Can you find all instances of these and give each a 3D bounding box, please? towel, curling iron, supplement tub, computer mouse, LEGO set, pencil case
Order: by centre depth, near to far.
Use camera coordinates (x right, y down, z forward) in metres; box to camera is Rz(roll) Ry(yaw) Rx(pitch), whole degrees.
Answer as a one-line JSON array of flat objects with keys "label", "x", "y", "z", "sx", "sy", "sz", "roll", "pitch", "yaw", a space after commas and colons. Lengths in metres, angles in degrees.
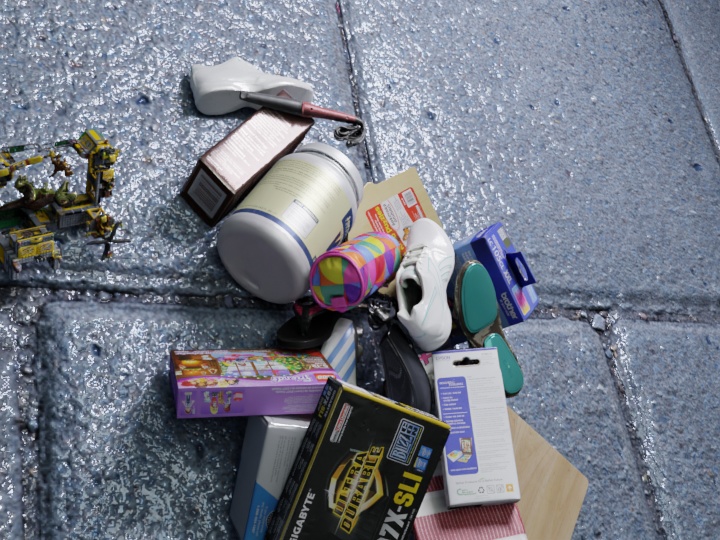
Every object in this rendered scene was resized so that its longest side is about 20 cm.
[{"label": "LEGO set", "x": -0.359, "y": -0.075, "z": 0.985, "sx": 0.198, "sy": 0.156, "sz": 0.116, "roll": -10, "pitch": 43, "yaw": -46}, {"label": "towel", "x": 0.127, "y": 0.291, "z": 1.091, "sx": 0.141, "sy": 0.023, "sz": 0.202, "roll": -9, "pitch": 48, "yaw": -8}, {"label": "computer mouse", "x": 0.061, "y": 0.130, "z": 1.107, "sx": 0.138, "sy": 0.052, "sz": 0.205, "roll": -8, "pitch": 86, "yaw": -77}, {"label": "pencil case", "x": 0.000, "y": 0.000, "z": 1.135, "sx": 0.089, "sy": 0.088, "sz": 0.199, "roll": 55, "pitch": 23, "yaw": 5}, {"label": "supplement tub", "x": -0.092, "y": -0.070, "z": 1.154, "sx": 0.144, "sy": 0.145, "sz": 0.201, "roll": 40, "pitch": 52, "yaw": -7}, {"label": "curling iron", "x": -0.079, "y": -0.224, "z": 1.189, "sx": 0.196, "sy": 0.026, "sz": 0.051, "roll": 17, "pitch": 55, "yaw": -22}]

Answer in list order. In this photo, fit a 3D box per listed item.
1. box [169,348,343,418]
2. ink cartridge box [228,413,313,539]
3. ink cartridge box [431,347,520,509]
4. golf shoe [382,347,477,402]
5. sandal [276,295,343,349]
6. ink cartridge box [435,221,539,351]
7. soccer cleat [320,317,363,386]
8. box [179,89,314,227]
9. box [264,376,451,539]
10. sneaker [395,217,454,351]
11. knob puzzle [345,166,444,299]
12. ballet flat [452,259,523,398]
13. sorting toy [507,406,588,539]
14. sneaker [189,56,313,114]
[{"label": "box", "x": -0.130, "y": 0.134, "z": 1.011, "sx": 0.195, "sy": 0.137, "sz": 0.040, "roll": 1, "pitch": 103, "yaw": -18}, {"label": "ink cartridge box", "x": -0.046, "y": 0.253, "z": 1.011, "sx": 0.196, "sy": 0.083, "sz": 0.149, "roll": 11, "pitch": 95, "yaw": -24}, {"label": "ink cartridge box", "x": 0.148, "y": 0.205, "z": 1.089, "sx": 0.092, "sy": 0.037, "sz": 0.205, "roll": -4, "pitch": 69, "yaw": -4}, {"label": "golf shoe", "x": 0.122, "y": 0.148, "z": 1.209, "sx": 0.197, "sy": 0.092, "sz": 0.074, "roll": -13, "pitch": 76, "yaw": -33}, {"label": "sandal", "x": -0.059, "y": 0.050, "z": 1.135, "sx": 0.200, "sy": 0.073, "sz": 0.046, "roll": -47, "pitch": 137, "yaw": -57}, {"label": "ink cartridge box", "x": 0.168, "y": 0.022, "z": 1.212, "sx": 0.138, "sy": 0.198, "sz": 0.076, "roll": 62, "pitch": 35, "yaw": -5}, {"label": "soccer cleat", "x": -0.037, "y": 0.163, "z": 1.128, "sx": 0.084, "sy": 0.070, "sz": 0.204, "roll": 1, "pitch": 64, "yaw": -9}, {"label": "box", "x": -0.160, "y": -0.164, "z": 1.188, "sx": 0.075, "sy": 0.100, "sz": 0.200, "roll": 45, "pitch": 51, "yaw": -2}, {"label": "box", "x": -0.001, "y": 0.245, "z": 0.957, "sx": 0.157, "sy": 0.049, "sz": 0.204, "roll": 24, "pitch": 89, "yaw": -26}, {"label": "sneaker", "x": 0.085, "y": 0.004, "z": 1.132, "sx": 0.080, "sy": 0.069, "sz": 0.204, "roll": 42, "pitch": 39, "yaw": -43}, {"label": "knob puzzle", "x": 0.047, "y": -0.042, "z": 1.292, "sx": 0.216, "sy": 0.030, "sz": 0.225, "roll": 8, "pitch": 75, "yaw": -32}, {"label": "ballet flat", "x": 0.166, "y": 0.083, "z": 1.156, "sx": 0.067, "sy": 0.075, "sz": 0.204, "roll": -26, "pitch": 100, "yaw": -22}, {"label": "sorting toy", "x": 0.209, "y": 0.327, "z": 1.184, "sx": 0.198, "sy": 0.069, "sz": 0.201, "roll": 41, "pitch": 51, "yaw": -7}, {"label": "sneaker", "x": -0.166, "y": -0.291, "z": 1.274, "sx": 0.196, "sy": 0.076, "sz": 0.090, "roll": -3, "pitch": 56, "yaw": -31}]
